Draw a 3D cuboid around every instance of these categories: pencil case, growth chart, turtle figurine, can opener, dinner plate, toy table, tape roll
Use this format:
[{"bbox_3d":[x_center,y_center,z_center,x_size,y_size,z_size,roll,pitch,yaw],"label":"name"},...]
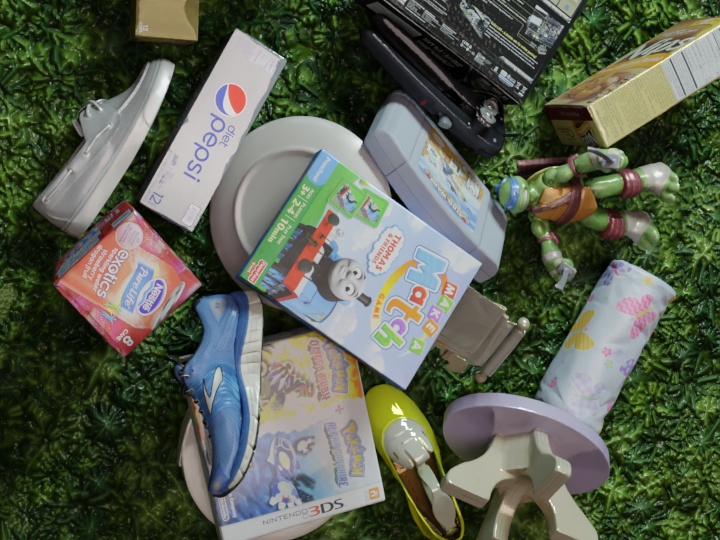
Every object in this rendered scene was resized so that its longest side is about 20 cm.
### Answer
[{"bbox_3d":[0.280,0.088,1.369,0.090,0.083,0.201,29,89,-24],"label":"pencil case"},{"bbox_3d":[0.082,0.039,1.287,0.199,0.145,0.018,37,51,-6],"label":"growth chart"},{"bbox_3d":[0.257,-0.056,1.288,0.192,0.200,0.145,-2,93,-26],"label":"turtle figurine"},{"bbox_3d":[0.077,-0.190,1.267,0.200,0.078,0.064,38,50,-21],"label":"can opener"},{"bbox_3d":[-0.065,-0.058,1.236,0.198,0.024,0.202,1,93,13],"label":"dinner plate"},{"bbox_3d":[0.180,0.226,1.311,0.198,0.118,0.185,15,132,-2],"label":"toy table"},{"bbox_3d":[-0.097,0.192,1.300,0.201,0.037,0.205,-2,97,-14],"label":"tape roll"}]

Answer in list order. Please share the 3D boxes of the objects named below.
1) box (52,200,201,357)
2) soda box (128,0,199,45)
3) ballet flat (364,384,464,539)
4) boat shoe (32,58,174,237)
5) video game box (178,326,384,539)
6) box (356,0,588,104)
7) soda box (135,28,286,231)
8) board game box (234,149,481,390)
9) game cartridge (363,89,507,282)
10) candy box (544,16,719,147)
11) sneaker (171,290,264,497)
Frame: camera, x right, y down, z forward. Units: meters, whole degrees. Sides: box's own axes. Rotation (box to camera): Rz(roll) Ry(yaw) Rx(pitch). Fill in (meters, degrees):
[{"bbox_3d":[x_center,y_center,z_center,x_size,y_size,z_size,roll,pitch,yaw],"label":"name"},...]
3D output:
[{"bbox_3d":[-0.227,0.003,1.154,0.100,0.200,0.096,-43,104,-7],"label":"box"},{"bbox_3d":[-0.192,-0.327,1.190,0.063,0.068,0.202,1,97,-16],"label":"soda box"},{"bbox_3d":[0.066,0.218,1.334,0.066,0.067,0.201,-27,103,-10],"label":"ballet flat"},{"bbox_3d":[-0.258,-0.133,1.202,0.068,0.072,0.201,31,97,-17],"label":"boat shoe"},{"bbox_3d":[-0.080,0.168,1.259,0.181,0.047,0.202,-14,99,-15],"label":"video game box"},{"bbox_3d":[0.124,-0.298,1.273,0.199,0.086,0.165,33,88,-17],"label":"box"},{"bbox_3d":[-0.153,-0.142,1.225,0.063,0.068,0.201,29,88,-16],"label":"soda box"},{"bbox_3d":[0.000,0.000,1.189,0.199,0.037,0.152,35,80,-11],"label":"board game box"},{"bbox_3d":[0.084,-0.088,1.270,0.041,0.133,0.200,-34,108,23],"label":"game cartridge"},{"bbox_3d":[0.314,-0.208,1.322,0.199,0.115,0.056,-32,105,-9],"label":"candy box"},{"bbox_3d":[-0.142,0.121,1.182,0.088,0.079,0.202,2,80,-6],"label":"sneaker"}]
